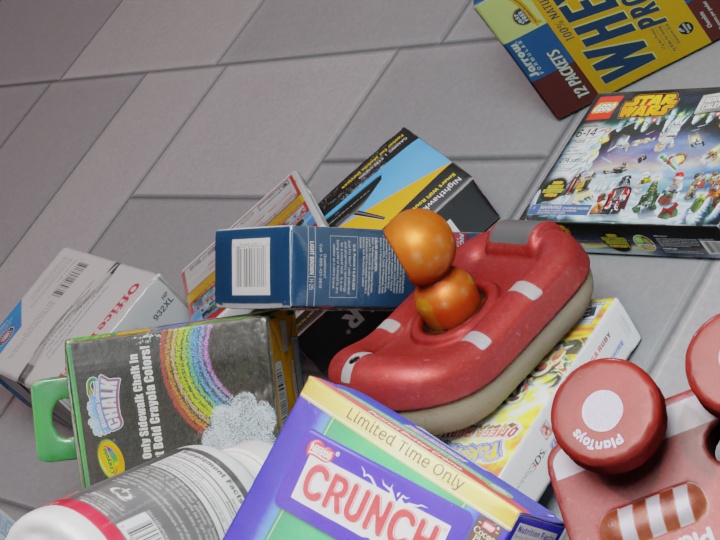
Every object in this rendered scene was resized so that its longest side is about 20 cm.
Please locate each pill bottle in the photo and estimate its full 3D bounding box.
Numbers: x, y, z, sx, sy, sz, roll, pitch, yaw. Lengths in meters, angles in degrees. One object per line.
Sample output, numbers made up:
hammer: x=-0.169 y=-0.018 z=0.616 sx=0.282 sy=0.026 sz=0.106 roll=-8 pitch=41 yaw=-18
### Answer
pill bottle: x=-0.126 y=0.179 z=1.122 sx=0.110 sy=0.111 sz=0.200 roll=-12 pitch=5 yaw=41

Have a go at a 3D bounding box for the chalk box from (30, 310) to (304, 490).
chalk box: x=-0.148 y=0.102 z=1.301 sx=0.199 sy=0.126 sz=0.124 roll=-7 pitch=-1 yaw=8

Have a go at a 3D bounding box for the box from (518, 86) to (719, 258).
box: x=0.227 y=-0.075 z=1.278 sx=0.200 sy=0.040 sz=0.137 roll=3 pitch=52 yaw=51

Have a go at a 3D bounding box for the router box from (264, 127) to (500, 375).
router box: x=0.004 y=-0.020 z=1.452 sx=0.200 sy=0.051 sz=0.149 roll=-42 pitch=31 yaw=-3

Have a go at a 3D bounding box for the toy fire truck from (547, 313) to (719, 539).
toy fire truck: x=0.209 y=0.128 z=0.990 sx=0.199 sy=0.112 sz=0.169 roll=-22 pitch=61 yaw=13

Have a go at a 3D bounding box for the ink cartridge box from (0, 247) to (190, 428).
ink cartridge box: x=-0.253 y=0.069 z=1.608 sx=0.145 sy=0.084 sz=0.200 roll=-52 pitch=32 yaw=-16

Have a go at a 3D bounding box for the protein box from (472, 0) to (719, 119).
protein box: x=0.213 y=-0.272 z=1.445 sx=0.198 sy=0.135 sz=0.200 roll=-26 pitch=34 yaw=26

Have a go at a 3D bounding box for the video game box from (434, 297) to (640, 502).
video game box: x=0.072 y=0.097 z=1.208 sx=0.199 sy=0.047 sz=0.182 roll=-7 pitch=37 yaw=45

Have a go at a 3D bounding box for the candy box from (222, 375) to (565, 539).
candy box: x=0.000 y=0.193 z=1.044 sx=0.169 sy=0.077 sz=0.201 roll=30 pitch=91 yaw=30

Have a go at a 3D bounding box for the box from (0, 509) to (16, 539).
box: x=-0.308 y=0.297 z=1.358 sx=0.101 sy=0.113 sz=0.200 roll=-31 pitch=34 yaw=17

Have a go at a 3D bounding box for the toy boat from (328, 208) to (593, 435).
toy boat: x=0.056 y=0.017 z=1.164 sx=0.200 sy=0.131 sz=0.130 roll=-44 pitch=26 yaw=-26

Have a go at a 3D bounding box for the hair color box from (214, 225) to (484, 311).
hair color box: x=0.000 y=0.000 z=1.283 sx=0.100 sy=0.199 sz=0.061 roll=-1 pitch=89 yaw=52

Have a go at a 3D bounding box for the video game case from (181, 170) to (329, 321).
video game case: x=-0.092 y=-0.013 z=1.476 sx=0.143 sy=0.017 sz=0.200 roll=-41 pitch=18 yaw=4
